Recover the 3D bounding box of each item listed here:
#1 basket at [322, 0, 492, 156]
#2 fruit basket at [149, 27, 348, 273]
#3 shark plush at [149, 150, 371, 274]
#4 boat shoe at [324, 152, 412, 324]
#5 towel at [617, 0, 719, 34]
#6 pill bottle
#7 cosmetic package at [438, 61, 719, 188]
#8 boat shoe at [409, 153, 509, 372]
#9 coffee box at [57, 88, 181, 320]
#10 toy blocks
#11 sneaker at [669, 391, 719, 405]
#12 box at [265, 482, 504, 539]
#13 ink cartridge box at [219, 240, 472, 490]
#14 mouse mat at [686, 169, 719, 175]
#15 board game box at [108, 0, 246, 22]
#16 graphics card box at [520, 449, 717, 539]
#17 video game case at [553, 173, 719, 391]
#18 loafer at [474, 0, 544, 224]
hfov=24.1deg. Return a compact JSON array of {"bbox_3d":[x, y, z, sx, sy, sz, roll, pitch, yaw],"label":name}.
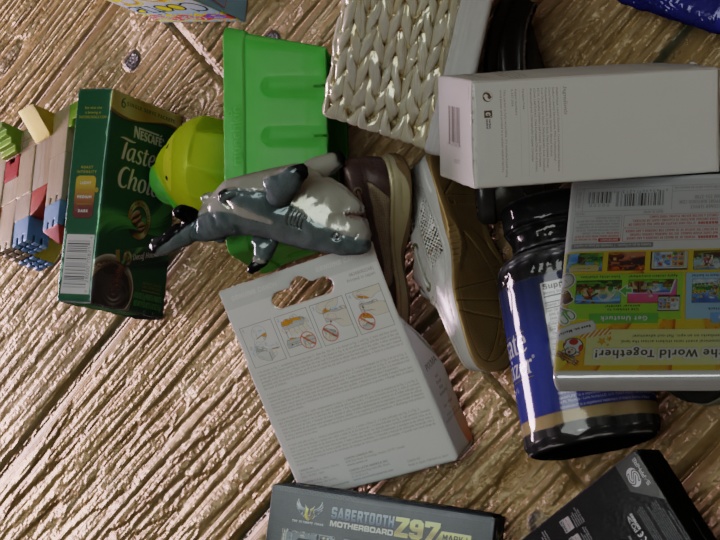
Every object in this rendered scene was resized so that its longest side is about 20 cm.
[{"bbox_3d":[0.046,-0.214,1.390,0.122,0.136,0.202,12,116,2],"label":"basket"},{"bbox_3d":[-0.112,-0.103,1.524,0.213,0.155,0.219,-2,81,12],"label":"fruit basket"},{"bbox_3d":[-0.090,-0.036,1.388,0.198,0.091,0.084,-13,96,12],"label":"shark plush"},{"bbox_3d":[0.000,0.000,1.445,0.072,0.071,0.203,-141,52,-62],"label":"boat shoe"},{"bbox_3d":[0.316,-0.250,1.344,0.199,0.049,0.149,25,89,31],"label":"towel"},{"bbox_3d":[0.169,0.042,1.345,0.111,0.111,0.203,-16,74,27],"label":"pill bottle"},{"bbox_3d":[0.168,-0.115,1.307,0.197,0.108,0.086,-3,99,-10],"label":"cosmetic package"},{"bbox_3d":[0.079,-0.001,1.436,0.069,0.070,0.202,-33,60,44],"label":"boat shoe"},{"bbox_3d":[-0.225,-0.062,1.587,0.043,0.123,0.203,1,82,28],"label":"coffee box"},{"bbox_3d":[-0.314,-0.067,1.637,0.199,0.099,0.138,-21,58,40],"label":"toy blocks"},{"bbox_3d":[0.292,0.016,1.272,0.075,0.106,0.201,37,102,29],"label":"sneaker"},{"bbox_3d":[0.014,0.269,1.413,0.197,0.051,0.160,6,86,15],"label":"box"},{"bbox_3d":[-0.013,0.084,1.440,0.161,0.050,0.202,-18,98,27],"label":"ink cartridge box"},{"bbox_3d":[0.295,-0.025,1.343,0.199,0.008,0.162,-39,65,19],"label":"mouse mat"},{"bbox_3d":[-0.197,-0.303,1.560,0.102,0.199,0.106,4,85,31],"label":"board game box"},{"bbox_3d":[0.179,0.243,1.285,0.200,0.051,0.126,-44,62,24],"label":"graphics card box"},{"bbox_3d":[0.247,0.007,1.241,0.197,0.023,0.184,-1,54,17],"label":"video game case"},{"bbox_3d":[0.137,-0.136,1.424,0.070,0.073,0.203,4,84,5],"label":"loafer"}]
